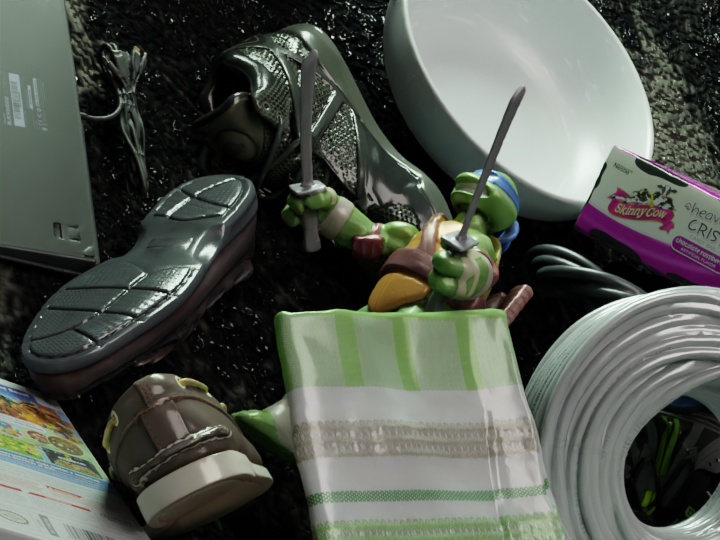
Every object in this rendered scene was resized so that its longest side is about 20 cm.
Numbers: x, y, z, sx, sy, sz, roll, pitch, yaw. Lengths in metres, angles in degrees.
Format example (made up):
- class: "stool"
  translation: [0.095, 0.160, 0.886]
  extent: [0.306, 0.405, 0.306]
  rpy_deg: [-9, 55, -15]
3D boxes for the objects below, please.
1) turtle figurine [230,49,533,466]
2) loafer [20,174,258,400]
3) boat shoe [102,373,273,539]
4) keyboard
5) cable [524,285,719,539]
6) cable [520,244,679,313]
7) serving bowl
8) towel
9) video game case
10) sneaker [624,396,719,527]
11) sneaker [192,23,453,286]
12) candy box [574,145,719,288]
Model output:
- class: "turtle figurine"
  translation: [0.000, 0.000, 1.415]
  extent: [0.144, 0.200, 0.194]
  rpy_deg: [23, 73, 21]
- class: "loafer"
  translation: [-0.106, 0.020, 1.409]
  extent: [0.200, 0.072, 0.063]
  rpy_deg: [-49, 135, -50]
- class: "boat shoe"
  translation: [-0.087, 0.090, 1.290]
  extent: [0.072, 0.200, 0.060]
  rpy_deg: [-27, 82, -4]
- class: "keyboard"
  translation: [-0.169, -0.084, 1.470]
  extent: [0.127, 0.021, 0.201]
  rpy_deg: [10, 54, -30]
- class: "cable"
  translation: [0.180, 0.107, 1.490]
  extent: [0.199, 0.069, 0.201]
  rpy_deg: [4, 94, -15]
- class: "cable"
  translation: [0.183, 0.033, 1.634]
  extent: [0.163, 0.051, 0.200]
  rpy_deg: [25, 7, 25]
- class: "serving bowl"
  translation: [0.089, -0.110, 1.690]
  extent: [0.200, 0.066, 0.201]
  rpy_deg: [24, 46, -27]
- class: "towel"
  translation: [0.039, 0.113, 1.295]
  extent: [0.149, 0.031, 0.201]
  rpy_deg: [1, 68, -39]
- class: "video game case"
  translation: [-0.177, 0.086, 1.241]
  extent: [0.143, 0.018, 0.200]
  rpy_deg: [21, 13, -30]
- class: "sneaker"
  translation: [0.171, 0.118, 1.579]
  extent: [0.199, 0.071, 0.083]
  rpy_deg: [-4, 56, -47]
- class: "sneaker"
  translation: [-0.026, -0.050, 1.532]
  extent: [0.114, 0.076, 0.200]
  rpy_deg: [-17, 69, -46]
- class: "candy box"
  translation: [0.241, -0.006, 1.661]
  extent: [0.136, 0.061, 0.200]
  rpy_deg: [30, 6, 34]
